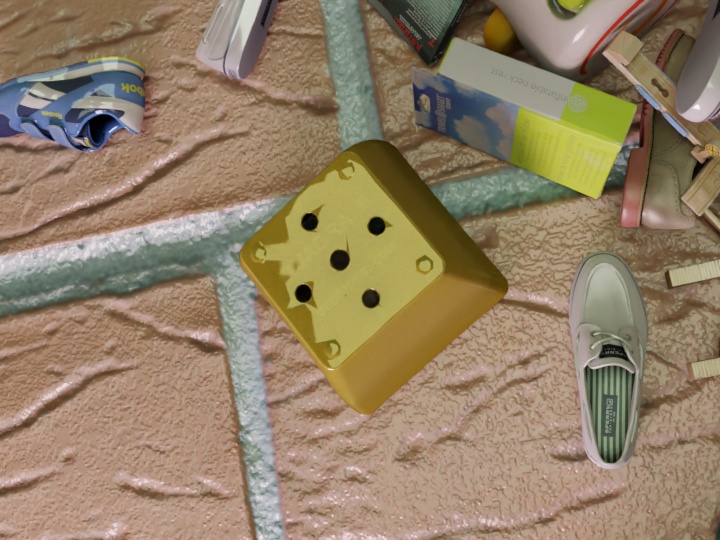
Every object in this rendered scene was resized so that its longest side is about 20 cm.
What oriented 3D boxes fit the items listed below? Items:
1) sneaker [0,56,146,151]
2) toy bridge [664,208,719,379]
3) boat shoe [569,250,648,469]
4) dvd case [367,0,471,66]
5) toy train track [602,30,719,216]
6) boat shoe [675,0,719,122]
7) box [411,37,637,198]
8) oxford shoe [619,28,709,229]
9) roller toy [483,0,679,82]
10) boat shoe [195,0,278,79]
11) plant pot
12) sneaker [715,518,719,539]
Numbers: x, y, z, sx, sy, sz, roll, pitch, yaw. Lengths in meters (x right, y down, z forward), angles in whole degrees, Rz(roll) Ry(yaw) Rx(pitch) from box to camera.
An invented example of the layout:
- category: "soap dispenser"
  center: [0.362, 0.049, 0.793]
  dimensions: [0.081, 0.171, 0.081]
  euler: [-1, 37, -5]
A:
- category: "sneaker"
  center: [-0.322, -0.167, 0.957]
  dimensions: [0.196, 0.074, 0.084]
  euler: [-12, 85, 11]
- category: "toy bridge"
  center: [0.320, 0.002, 0.831]
  dimensions: [0.066, 0.027, 0.204]
  euler: [-12, 81, 10]
- category: "boat shoe"
  center: [0.234, 0.081, 0.821]
  dimensions: [0.072, 0.067, 0.205]
  euler: [-6, 84, 11]
- category: "dvd case"
  center: [0.060, -0.315, 0.843]
  dimensions: [0.022, 0.201, 0.146]
  euler: [-32, 74, -35]
- category: "toy train track"
  center: [0.288, -0.127, 0.752]
  dimensions: [0.200, 0.033, 0.115]
  euler: [42, 76, -5]
- category: "boat shoe"
  center: [0.317, -0.188, 0.737]
  dimensions: [0.066, 0.070, 0.202]
  euler: [30, 55, -2]
- category: "box"
  center: [0.146, -0.143, 0.831]
  dimensions: [0.197, 0.122, 0.048]
  euler: [24, 77, 12]
- category: "oxford shoe"
  center: [0.291, -0.127, 0.815]
  dimensions: [0.073, 0.071, 0.204]
  euler: [11, 75, 20]
- category: "roller toy"
  center: [0.207, -0.276, 0.802]
  dimensions: [0.181, 0.200, 0.141]
  euler: [-34, 79, -17]
- category: "boat shoe"
  center: [-0.117, -0.305, 0.926]
  dimensions: [0.064, 0.074, 0.203]
  euler: [21, 88, 8]
- category: "plant pot"
  center: [0.000, 0.000, 0.822]
  dimensions: [0.199, 0.176, 0.201]
  euler: [-41, 79, 6]
- category: "sneaker"
  center: [0.376, 0.303, 0.764]
  dimensions: [0.071, 0.080, 0.203]
  euler: [-28, 80, 8]
